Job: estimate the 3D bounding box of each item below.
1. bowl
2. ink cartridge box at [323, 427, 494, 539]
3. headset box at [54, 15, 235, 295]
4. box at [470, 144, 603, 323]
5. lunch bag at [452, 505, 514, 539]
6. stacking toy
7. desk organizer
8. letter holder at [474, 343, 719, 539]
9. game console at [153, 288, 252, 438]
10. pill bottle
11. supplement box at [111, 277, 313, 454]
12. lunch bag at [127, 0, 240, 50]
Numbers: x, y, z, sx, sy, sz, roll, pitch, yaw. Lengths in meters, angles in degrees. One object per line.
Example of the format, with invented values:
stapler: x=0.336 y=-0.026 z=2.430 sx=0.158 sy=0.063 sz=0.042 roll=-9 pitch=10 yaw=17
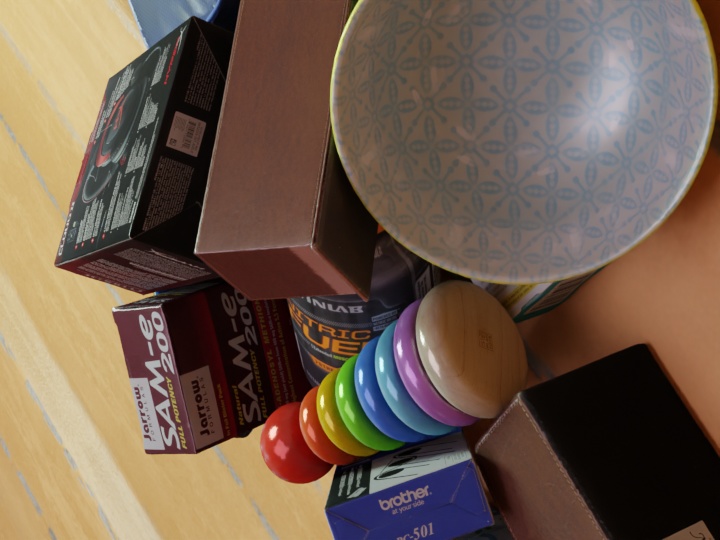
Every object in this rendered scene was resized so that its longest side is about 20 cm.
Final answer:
bowl: x=0.089 y=-0.104 z=0.727 sx=0.108 sy=0.199 sz=0.201 roll=-72 pitch=-17 yaw=-66
ink cartridge box: x=0.031 y=0.140 z=0.869 sx=0.200 sy=0.093 sz=0.044 roll=-30 pitch=-79 yaw=-89
headset box: x=-0.135 y=-0.068 z=0.901 sx=0.200 sy=0.075 sz=0.150 roll=-12 pitch=61 yaw=62
box: x=0.076 y=-0.072 z=0.833 sx=0.201 sy=0.049 sz=0.082 roll=64 pitch=147 yaw=15
lunch bag: x=0.068 y=0.245 z=0.958 sx=0.200 sy=0.082 sz=0.162 roll=7 pitch=109 yaw=56
stacking toy: x=0.008 y=0.081 z=0.840 sx=0.200 sy=0.085 sz=0.086 roll=-31 pitch=77 yaw=40
desk organizer: x=-0.031 y=-0.087 z=0.765 sx=0.077 sy=0.072 sz=0.201 roll=-3 pitch=65 yaw=25
letter holder: x=0.153 y=0.172 z=0.781 sx=0.201 sy=0.100 sz=0.142 roll=60 pitch=147 yaw=21
game console: x=-0.137 y=0.019 z=1.092 sx=0.171 sy=0.118 sz=0.201 roll=125 pitch=139 yaw=-53
pill bottle: x=0.000 y=0.000 z=0.874 sx=0.106 sy=0.106 sz=0.201 roll=49 pitch=162 yaw=33
supplement box: x=-0.079 y=0.053 z=0.981 sx=0.061 sy=0.199 sz=0.110 roll=-7 pitch=99 yaw=42
lunch bag: x=-0.079 y=-0.234 z=0.922 sx=0.200 sy=0.132 sz=0.137 roll=-34 pitch=77 yaw=62
